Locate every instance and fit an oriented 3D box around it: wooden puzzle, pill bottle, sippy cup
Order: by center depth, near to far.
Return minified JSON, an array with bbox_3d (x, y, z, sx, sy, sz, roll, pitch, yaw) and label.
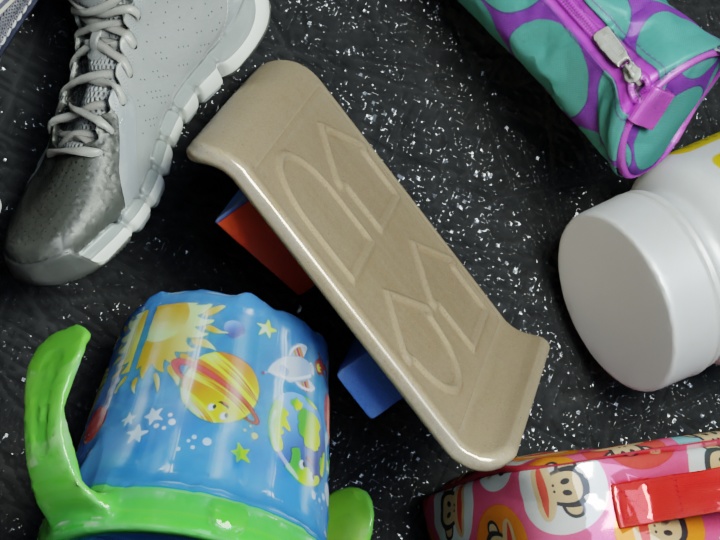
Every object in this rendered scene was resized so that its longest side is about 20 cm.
[{"bbox_3d":[-0.070,0.084,1.330,0.139,0.178,0.131,4,63,9],"label":"sippy cup"},{"bbox_3d":[0.000,0.000,1.373,0.046,0.185,0.200,-41,96,17],"label":"wooden puzzle"},{"bbox_3d":[0.206,-0.020,1.476,0.200,0.114,0.115,-23,89,-26],"label":"pill bottle"}]

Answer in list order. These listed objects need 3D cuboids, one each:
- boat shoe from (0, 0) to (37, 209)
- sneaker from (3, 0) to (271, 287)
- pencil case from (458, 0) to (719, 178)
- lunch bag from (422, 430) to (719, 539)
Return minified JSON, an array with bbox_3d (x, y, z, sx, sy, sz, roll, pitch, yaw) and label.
[{"bbox_3d":[-0.192,-0.054,1.336,0.093,0.075,0.200,44,74,-16],"label":"boat shoe"},{"bbox_3d":[-0.125,-0.097,1.346,0.200,0.075,0.116,-60,137,-31],"label":"sneaker"},{"bbox_3d":[0.092,-0.142,1.434,0.085,0.092,0.200,-44,74,4],"label":"pencil case"},{"bbox_3d":[0.146,0.115,1.387,0.199,0.176,0.082,-5,81,-24],"label":"lunch bag"}]
